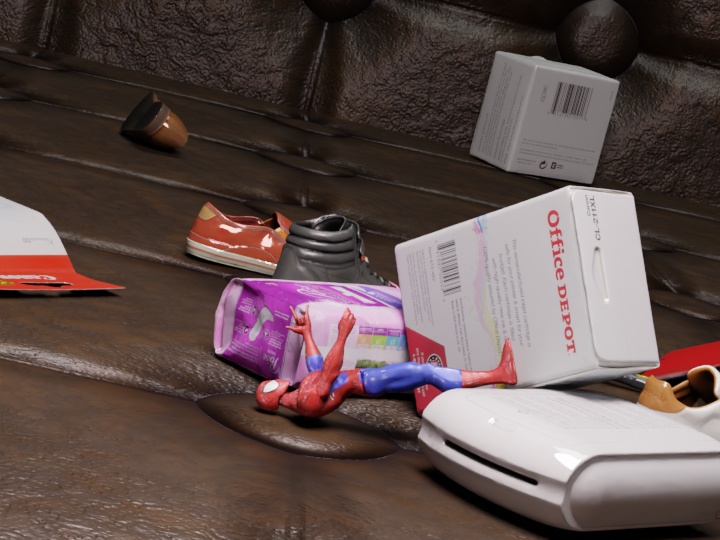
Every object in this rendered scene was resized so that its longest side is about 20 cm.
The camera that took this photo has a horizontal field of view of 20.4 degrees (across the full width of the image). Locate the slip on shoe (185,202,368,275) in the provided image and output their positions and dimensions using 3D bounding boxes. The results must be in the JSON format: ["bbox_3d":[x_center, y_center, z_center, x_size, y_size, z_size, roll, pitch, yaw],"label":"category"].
[{"bbox_3d":[-0.083,-0.028,2.096,0.199,0.061,0.074,12,8,-17],"label":"slip on shoe"}]

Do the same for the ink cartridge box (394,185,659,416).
[{"bbox_3d":[0.131,0.028,1.602,0.083,0.146,0.200,3,-15,-43],"label":"ink cartridge box"}]

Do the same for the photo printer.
[{"bbox_3d":[0.154,0.137,1.472,0.200,0.070,0.166,3,13,-43],"label":"photo printer"}]

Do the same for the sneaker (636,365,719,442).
[{"bbox_3d":[0.318,0.129,1.702,0.200,0.085,0.073,9,9,-33],"label":"sneaker"}]

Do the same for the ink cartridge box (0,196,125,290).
[{"bbox_3d":[-0.331,-0.028,1.800,0.200,0.047,0.160,18,11,35],"label":"ink cartridge box"}]

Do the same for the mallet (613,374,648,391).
[{"bbox_3d":[0.192,0.080,1.954,0.199,0.041,0.066,18,8,-1],"label":"mallet"}]

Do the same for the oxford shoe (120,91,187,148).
[{"bbox_3d":[-0.288,-0.202,2.818,0.071,0.071,0.200,40,0,-21],"label":"oxford shoe"}]

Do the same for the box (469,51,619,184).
[{"bbox_3d":[0.330,-0.274,3.590,0.199,0.201,0.131,7,14,-32],"label":"box"}]

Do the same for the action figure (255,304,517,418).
[{"bbox_3d":[0.013,0.059,1.534,0.199,0.099,0.065,-12,-8,1],"label":"action figure"}]

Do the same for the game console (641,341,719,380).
[{"bbox_3d":[0.393,0.123,2.019,0.172,0.119,0.200,47,17,8],"label":"game console"}]

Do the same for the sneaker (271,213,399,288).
[{"bbox_3d":[0.000,0.000,1.940,0.200,0.099,0.071,7,10,-40],"label":"sneaker"}]

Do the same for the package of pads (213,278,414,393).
[{"bbox_3d":[-0.012,0.055,1.690,0.200,0.076,0.120,5,11,-41],"label":"package of pads"}]
